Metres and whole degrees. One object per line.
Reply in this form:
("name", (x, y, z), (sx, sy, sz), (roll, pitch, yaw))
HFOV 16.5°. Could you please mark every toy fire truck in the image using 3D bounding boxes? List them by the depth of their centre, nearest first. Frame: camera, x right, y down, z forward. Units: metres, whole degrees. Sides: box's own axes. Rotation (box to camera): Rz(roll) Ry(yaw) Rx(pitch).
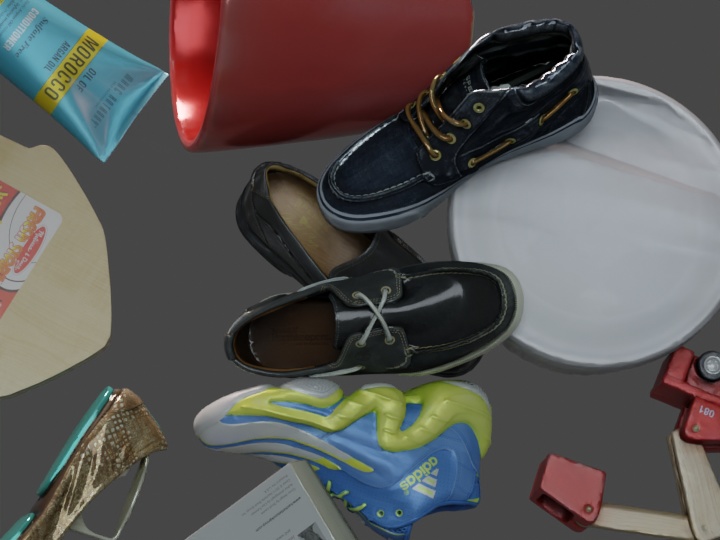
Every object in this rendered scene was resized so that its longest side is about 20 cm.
("toy fire truck", (0.228, 0.130, 1.659), (0.199, 0.049, 0.142), (22, 74, 2))

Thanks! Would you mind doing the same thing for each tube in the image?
("tube", (-0.235, -0.162, 1.717), (0.200, 0.050, 0.078), (36, 82, 1))

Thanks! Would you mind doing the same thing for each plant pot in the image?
("plant pot", (-0.026, -0.175, 1.665), (0.176, 0.200, 0.202), (3, 73, -14))

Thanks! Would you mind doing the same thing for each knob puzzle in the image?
("knob puzzle", (-0.256, 0.004, 1.671), (0.218, 0.030, 0.221), (1, 73, -4))

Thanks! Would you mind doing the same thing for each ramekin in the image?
("ramekin", (0.154, -0.022, 1.675), (0.201, 0.094, 0.204), (1, 74, -3))

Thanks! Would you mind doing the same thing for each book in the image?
("book", (-0.037, 0.242, 1.587), (0.133, 0.048, 0.201), (-36, 78, 17))

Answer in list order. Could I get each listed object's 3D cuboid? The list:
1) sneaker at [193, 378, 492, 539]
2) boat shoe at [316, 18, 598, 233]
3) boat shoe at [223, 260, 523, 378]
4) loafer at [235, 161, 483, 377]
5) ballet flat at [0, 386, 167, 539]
("sneaker", (-0.008, 0.127, 1.630), (0.199, 0.076, 0.106), (-3, 75, -6))
("boat shoe", (0.056, -0.098, 1.598), (0.199, 0.091, 0.071), (-27, 65, -1))
("boat shoe", (0.008, 0.036, 1.608), (0.199, 0.068, 0.072), (-9, 87, 22))
("loafer", (0.000, 0.000, 1.668), (0.200, 0.072, 0.073), (34, 73, 5))
("ballet flat", (-0.194, 0.168, 1.611), (0.065, 0.070, 0.200), (38, 78, -8))
